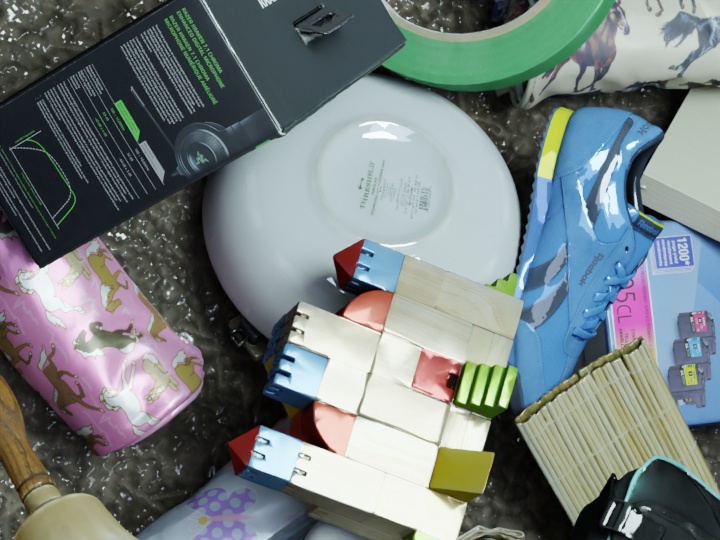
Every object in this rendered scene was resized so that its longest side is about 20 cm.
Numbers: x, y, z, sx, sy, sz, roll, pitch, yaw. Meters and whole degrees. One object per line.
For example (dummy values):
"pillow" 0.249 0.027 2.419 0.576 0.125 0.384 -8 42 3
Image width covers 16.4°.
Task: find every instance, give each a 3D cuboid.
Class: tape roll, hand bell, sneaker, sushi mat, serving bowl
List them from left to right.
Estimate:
"hand bell" -0.188 0.120 1.410 0.104 0.104 0.200 -23 57 -23
"serving bowl" 0.008 -0.039 1.504 0.200 0.066 0.200 6 64 -13
"tape roll" 0.065 -0.210 1.516 0.200 0.048 0.201 0 89 11
"sneaker" 0.138 -0.001 1.525 0.078 0.066 0.200 12 91 16
"sushi mat" 0.172 0.133 1.568 0.096 0.012 0.200 -33 127 -3

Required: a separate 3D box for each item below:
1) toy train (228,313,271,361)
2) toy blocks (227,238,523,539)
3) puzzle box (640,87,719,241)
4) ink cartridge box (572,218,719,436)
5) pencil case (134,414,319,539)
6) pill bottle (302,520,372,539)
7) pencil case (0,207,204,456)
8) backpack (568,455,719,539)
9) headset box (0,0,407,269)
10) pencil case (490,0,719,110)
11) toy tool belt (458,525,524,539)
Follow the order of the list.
"toy train" 0.000 0.000 1.547 0.200 0.046 0.034 -30 75 -25
"toy blocks" 0.004 0.066 1.404 0.137 0.100 0.200 22 68 -11
"puzzle box" 0.287 -0.047 1.607 0.200 0.025 0.133 27 44 8
"ink cartridge box" 0.230 0.033 1.625 0.200 0.076 0.137 -5 88 -25
"pencil case" -0.071 0.158 1.480 0.200 0.091 0.083 -38 100 -22
"pill bottle" -0.031 0.245 1.441 0.109 0.109 0.200 27 113 -19
"pencil case" -0.178 0.011 1.452 0.200 0.083 0.087 52 27 -11
"backpack" 0.192 0.231 1.402 0.200 0.153 0.176 28 54 -2
"headset box" -0.092 -0.106 1.397 0.093 0.200 0.174 59 31 -6
"pencil case" 0.186 -0.148 1.600 0.200 0.089 0.078 -5 84 -16
"toy tool belt" 0.058 0.247 1.509 0.125 0.123 0.200 47 71 -13
